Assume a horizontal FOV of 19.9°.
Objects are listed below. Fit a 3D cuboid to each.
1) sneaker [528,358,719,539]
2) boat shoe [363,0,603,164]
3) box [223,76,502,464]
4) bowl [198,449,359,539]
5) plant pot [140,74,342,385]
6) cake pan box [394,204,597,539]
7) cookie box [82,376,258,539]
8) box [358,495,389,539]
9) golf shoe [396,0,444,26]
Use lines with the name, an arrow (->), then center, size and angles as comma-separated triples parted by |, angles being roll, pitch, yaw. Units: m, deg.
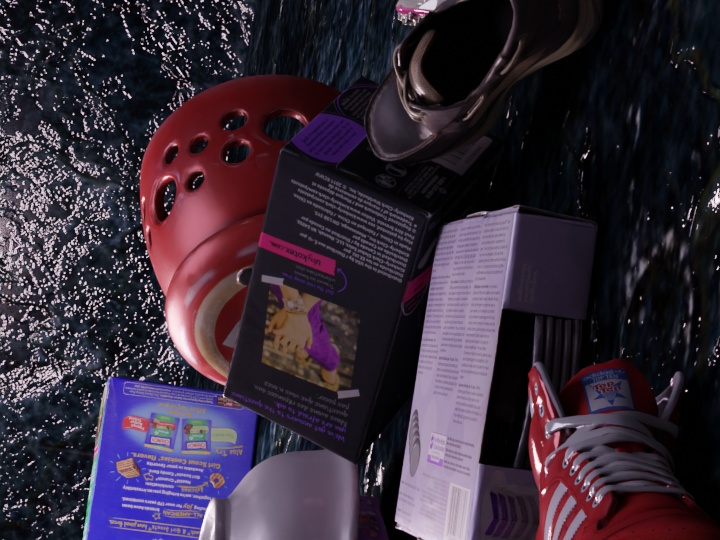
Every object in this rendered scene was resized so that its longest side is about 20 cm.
sneaker -> 0.108, 0.084, 0.821 | 0.200, 0.071, 0.113 | 133, 142, -77
boat shoe -> 0.051, -0.120, 1.152 | 0.200, 0.073, 0.075 | -42, 68, 49
box -> 0.000, 0.000, 1.308 | 0.122, 0.106, 0.200 | -46, -22, -51
bowl -> -0.066, 0.211, 1.422 | 0.201, 0.090, 0.202 | -169, 90, -80
plant pot -> -0.063, -0.018, 1.566 | 0.183, 0.200, 0.201 | -103, 23, -45
cake pan box -> 0.071, 0.061, 1.121 | 0.200, 0.052, 0.185 | 166, 111, -80
cookie box -> -0.207, 0.229, 2.221 | 0.075, 0.171, 0.201 | 122, 156, -73
box -> -0.007, 0.255, 1.421 | 0.200, 0.039, 0.137 | -111, 31, -71
golf shoe -> 0.080, -0.187, 1.270 | 0.200, 0.075, 0.092 | -174, 102, -72
